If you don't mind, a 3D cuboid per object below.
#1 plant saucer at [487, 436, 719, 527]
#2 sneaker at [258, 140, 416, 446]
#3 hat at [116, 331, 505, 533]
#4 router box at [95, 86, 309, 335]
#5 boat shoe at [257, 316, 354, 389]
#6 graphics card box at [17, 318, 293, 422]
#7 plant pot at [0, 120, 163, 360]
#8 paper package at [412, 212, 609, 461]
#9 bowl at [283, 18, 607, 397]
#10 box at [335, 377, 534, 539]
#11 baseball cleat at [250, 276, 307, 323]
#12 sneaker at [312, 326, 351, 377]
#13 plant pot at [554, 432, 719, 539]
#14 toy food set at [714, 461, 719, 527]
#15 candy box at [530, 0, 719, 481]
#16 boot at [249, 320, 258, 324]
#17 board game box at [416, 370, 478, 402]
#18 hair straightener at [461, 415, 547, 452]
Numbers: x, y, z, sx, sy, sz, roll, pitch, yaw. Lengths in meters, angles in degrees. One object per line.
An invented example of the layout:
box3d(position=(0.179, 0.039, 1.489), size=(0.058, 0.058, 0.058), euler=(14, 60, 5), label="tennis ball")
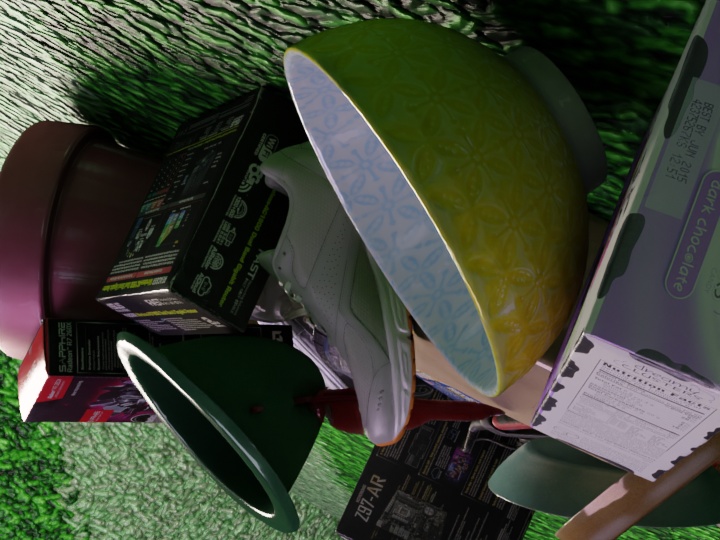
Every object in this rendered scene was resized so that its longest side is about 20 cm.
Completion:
box3d(position=(0.199, 0.160, 1.238), size=(0.197, 0.036, 0.200), euler=(4, -175, 0), label="plant saucer")
box3d(position=(-0.016, 0.013, 1.002), size=(0.091, 0.203, 0.076), euler=(-9, 176, 0), label="sneaker")
box3d(position=(-0.039, 0.059, 1.052), size=(0.165, 0.176, 0.201), euler=(33, 158, 37), label="hat")
box3d(position=(-0.106, -0.035, 1.108), size=(0.062, 0.151, 0.200), euler=(29, 167, -19), label="router box")
box3d(position=(-0.037, 0.048, 1.470), size=(0.200, 0.071, 0.072), euler=(48, -161, -8), label="boat shoe")
box3d(position=(-0.161, 0.081, 1.246), size=(0.197, 0.052, 0.125), euler=(2, 158, -21), label="graphics card box")
box3d(position=(-0.188, -0.015, 1.299), size=(0.177, 0.203, 0.200), euler=(8, 163, 9), label="plant pot")
box3d(position=(0.133, 0.040, 1.044), size=(0.189, 0.104, 0.200), euler=(24, 167, 8), label="paper package")
box3d(position=(0.057, -0.049, 0.784), size=(0.201, 0.107, 0.200), euler=(57, 172, 13), label="bowl")
box3d(position=(0.090, 0.187, 1.467), size=(0.159, 0.202, 0.044), euler=(22, 166, 14), label="box")
box3d(position=(-0.071, 0.003, 1.275), size=(0.106, 0.071, 0.199), euler=(18, -178, 37), label="baseball cleat")
box3d(position=(0.000, 0.000, 1.219), size=(0.074, 0.087, 0.201), euler=(24, 148, 18), label="sneaker")
box3d(position=(0.209, 0.118, 1.005), size=(0.028, 0.199, 0.200), euler=(53, 172, 13), label="plant pot")
box3d(position=(0.327, 0.191, 1.362), size=(0.198, 0.049, 0.198), euler=(15, 163, 39), label="toy food set")
box3d(position=(0.143, -0.012, 0.683), size=(0.071, 0.169, 0.200), euler=(22, 166, 6), label="candy box")
box3d(position=(-0.049, 0.081, 1.611), size=(0.198, 0.074, 0.155), euler=(19, 167, 33), label="boot")
box3d(position=(0.087, 0.066, 1.348), size=(0.151, 0.047, 0.199), euler=(33, 165, -24), label="board game box")
box3d(position=(0.175, 0.149, 1.379), size=(0.198, 0.041, 0.077), euler=(-13, 134, 37), label="hair straightener")
